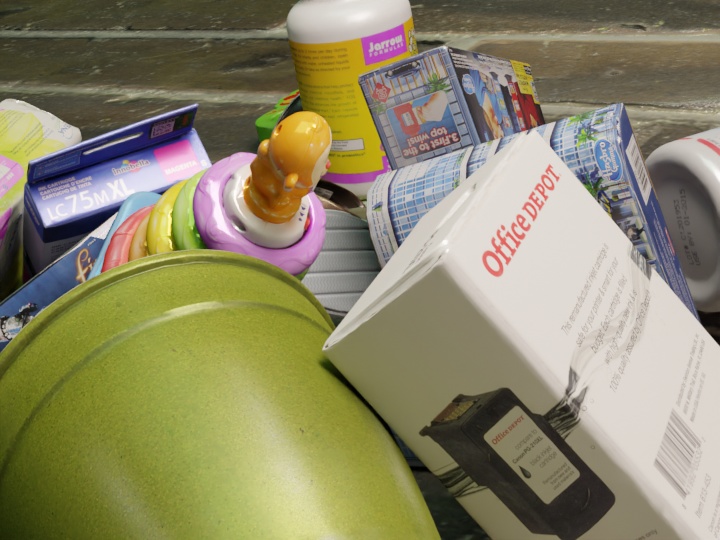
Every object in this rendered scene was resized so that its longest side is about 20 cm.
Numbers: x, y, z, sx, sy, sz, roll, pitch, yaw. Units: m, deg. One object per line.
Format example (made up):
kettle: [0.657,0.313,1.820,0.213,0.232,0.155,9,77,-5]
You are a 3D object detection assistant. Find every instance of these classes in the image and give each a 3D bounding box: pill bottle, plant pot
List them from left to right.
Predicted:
plant pot: [-0.050,0.124,0.550,0.200,0.201,0.193,-21,37,-21]
pill bottle: [-0.002,-0.168,1.056,0.104,0.201,0.104,-10,24,4]
pill bottle: [0.285,-0.052,0.812,0.199,0.109,0.109,-17,25,-18]

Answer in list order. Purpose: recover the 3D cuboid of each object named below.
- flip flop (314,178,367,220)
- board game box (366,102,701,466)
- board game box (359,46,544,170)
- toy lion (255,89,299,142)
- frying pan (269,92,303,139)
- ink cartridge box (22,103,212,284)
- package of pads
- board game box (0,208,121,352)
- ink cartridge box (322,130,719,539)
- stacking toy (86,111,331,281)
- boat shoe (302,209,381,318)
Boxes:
flip flop: [-0.022,-0.043,0.966,0.199,0.058,0.081,-11,24,1]
board game box: [0.081,0.034,0.713,0.199,0.200,0.062,-16,19,25]
board game box: [0.087,-0.037,0.843,0.062,0.201,0.200,-16,-1,23]
toy lion: [-0.026,-0.170,1.332,0.200,0.069,0.191,-26,21,-30]
frying pan: [-0.063,-0.102,1.129,0.190,0.115,0.031,-28,48,-32]
ink cartridge box: [-0.167,-0.035,0.867,0.119,0.042,0.200,-21,-17,-22]
package of pads: [-0.269,-0.020,0.875,0.068,0.155,0.200,25,26,-4]
board game box: [-0.207,0.044,0.763,0.200,0.035,0.135,-42,2,-25]
ink cartridge box: [0.097,0.054,0.590,0.084,0.200,0.145,-38,7,34]
stacking toy: [-0.060,-0.020,0.648,0.200,0.110,0.116,-45,22,50]
boat shoe: [0.000,0.000,0.888,0.200,0.072,0.062,6,-8,-36]
